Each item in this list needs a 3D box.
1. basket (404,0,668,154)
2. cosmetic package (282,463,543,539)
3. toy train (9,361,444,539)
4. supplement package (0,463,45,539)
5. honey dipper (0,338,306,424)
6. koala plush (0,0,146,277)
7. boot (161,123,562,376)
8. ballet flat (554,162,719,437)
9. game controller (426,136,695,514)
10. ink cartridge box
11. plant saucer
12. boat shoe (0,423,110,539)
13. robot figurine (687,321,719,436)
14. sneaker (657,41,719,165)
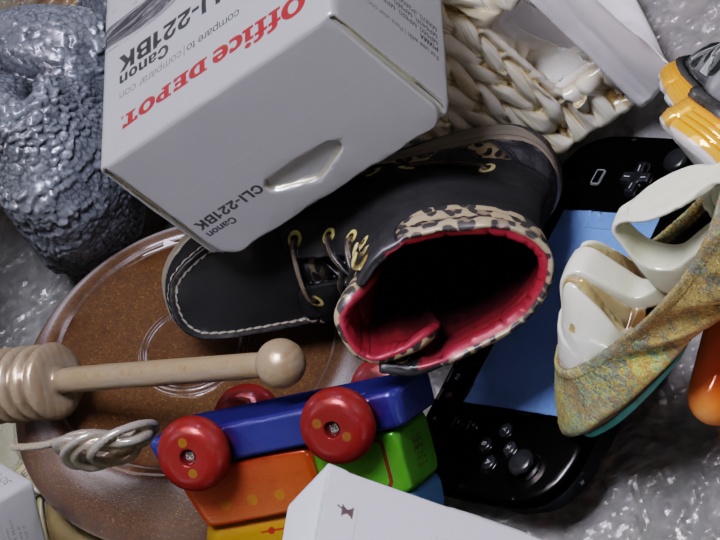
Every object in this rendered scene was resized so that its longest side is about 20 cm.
[{"bbox_3d":[0.048,-0.148,1.319,0.123,0.136,0.200,-39,38,18],"label":"basket"},{"bbox_3d":[0.030,0.195,1.063,0.052,0.151,0.200,-46,27,52],"label":"cosmetic package"},{"bbox_3d":[-0.056,0.115,1.203,0.200,0.085,0.116,-12,95,20],"label":"toy train"},{"bbox_3d":[-0.255,0.172,1.243,0.200,0.120,0.121,-30,36,-32],"label":"supplement package"},{"bbox_3d":[-0.103,0.047,1.224,0.200,0.038,0.038,-8,53,40],"label":"honey dipper"},{"bbox_3d":[-0.121,-0.112,1.398,0.200,0.177,0.184,-34,42,-4],"label":"koala plush"},{"bbox_3d":[0.000,0.000,1.203,0.200,0.073,0.151,-16,18,5],"label":"boot"},{"bbox_3d":[0.122,0.003,1.090,0.200,0.071,0.071,-43,31,50],"label":"ballet flat"},{"bbox_3d":[0.098,0.023,1.226,0.104,0.042,0.200,12,64,40],"label":"game controller"},{"bbox_3d":[-0.041,-0.129,1.221,0.144,0.084,0.200,-31,42,29],"label":"ink cartridge box"},{"bbox_3d":[-0.079,0.046,1.300,0.200,0.032,0.200,-9,50,11],"label":"plant saucer"},{"bbox_3d":[-0.174,0.096,1.343,0.073,0.063,0.201,-44,43,-2],"label":"boat shoe"},{"bbox_3d":[0.214,0.033,1.084,0.144,0.117,0.200,19,64,6],"label":"robot figurine"},{"bbox_3d":[0.182,-0.076,1.169,0.077,0.078,0.200,-44,5,12],"label":"sneaker"}]
